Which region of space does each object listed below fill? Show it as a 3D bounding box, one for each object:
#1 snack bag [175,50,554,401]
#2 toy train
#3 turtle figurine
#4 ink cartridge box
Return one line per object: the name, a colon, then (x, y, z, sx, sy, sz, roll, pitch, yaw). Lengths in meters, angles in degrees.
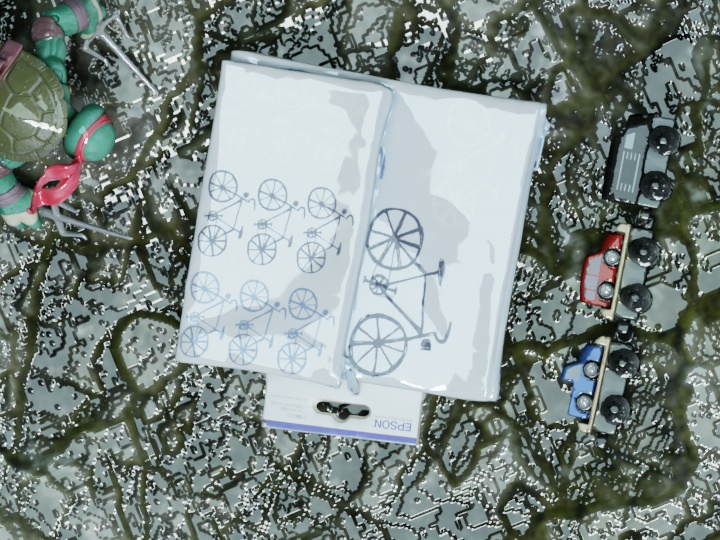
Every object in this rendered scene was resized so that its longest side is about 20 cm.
snack bag: (0.001, -0.022, 1.652, 0.199, 0.021, 0.189, 10, 90, 6)
toy train: (0.152, 0.005, 1.668, 0.046, 0.034, 0.201, 10, 90, 9)
turtle figurine: (-0.205, -0.108, 1.676, 0.200, 0.101, 0.150, 30, 93, 11)
ink cartridge box: (0.000, 0.000, 1.681, 0.099, 0.039, 0.201, 7, 89, 5)
